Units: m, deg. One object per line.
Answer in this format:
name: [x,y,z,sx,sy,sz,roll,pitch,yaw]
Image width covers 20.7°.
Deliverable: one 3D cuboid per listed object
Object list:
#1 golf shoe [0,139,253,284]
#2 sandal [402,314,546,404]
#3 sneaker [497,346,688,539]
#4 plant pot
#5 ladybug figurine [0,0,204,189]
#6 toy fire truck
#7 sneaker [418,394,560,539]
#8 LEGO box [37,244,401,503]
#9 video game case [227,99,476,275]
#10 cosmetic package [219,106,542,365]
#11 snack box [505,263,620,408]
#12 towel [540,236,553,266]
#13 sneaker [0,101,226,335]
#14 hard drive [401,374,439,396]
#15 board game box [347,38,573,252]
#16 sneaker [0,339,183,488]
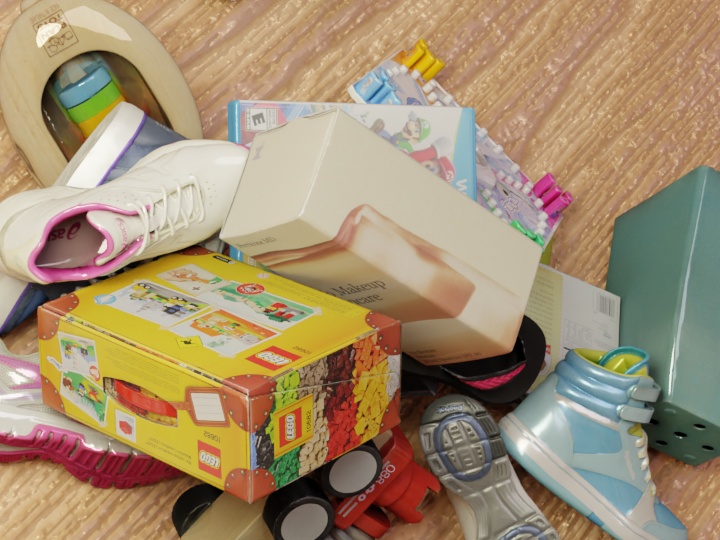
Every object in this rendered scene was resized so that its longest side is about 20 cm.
golf shoe: [-0.150,-0.033,1.334,0.198,0.091,0.076,-21,110,-16]
sandal: [0.087,0.058,1.483,0.199,0.045,0.076,11,73,-50]
sneaker: [0.214,0.139,1.556,0.199,0.080,0.131,37,92,-24]
plant pot: [0.287,0.049,1.648,0.140,0.141,0.202,25,62,-17]
ladybug figurine: [-0.195,-0.119,1.467,0.135,0.072,0.201,-29,110,-6]
toy fire truck: [-0.017,0.181,1.422,0.200,0.176,0.129,36,10,-37]
sneaker: [0.105,0.183,1.516,0.074,0.087,0.202,-21,95,1]
LEGO box: [-0.093,0.062,1.304,0.148,0.199,0.078,-23,123,-43]
video game case: [-0.003,-0.050,1.447,0.198,0.018,0.145,-1,89,-28]
cosmetic package: [0.016,-0.019,1.356,0.199,0.103,0.088,32,65,-29]
snack box: [0.126,0.049,1.591,0.199,0.037,0.117,22,62,-31]
towel: [0.118,0.015,1.643,0.086,0.018,0.202,26,56,-23]
sneaker: [-0.169,-0.005,1.420,0.146,0.081,0.201,36,87,-17]
hard drive: [0.000,0.000,1.525,0.133,0.042,0.202,-3,64,11]
board game box: [0.088,-0.098,1.593,0.200,0.026,0.200,46,20,-1]
sneaker: [-0.198,0.095,1.387,0.198,0.081,0.089,16,62,-23]
